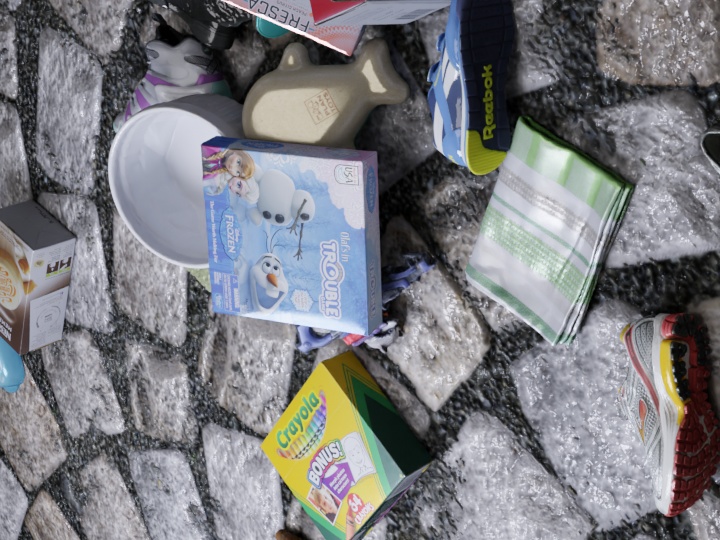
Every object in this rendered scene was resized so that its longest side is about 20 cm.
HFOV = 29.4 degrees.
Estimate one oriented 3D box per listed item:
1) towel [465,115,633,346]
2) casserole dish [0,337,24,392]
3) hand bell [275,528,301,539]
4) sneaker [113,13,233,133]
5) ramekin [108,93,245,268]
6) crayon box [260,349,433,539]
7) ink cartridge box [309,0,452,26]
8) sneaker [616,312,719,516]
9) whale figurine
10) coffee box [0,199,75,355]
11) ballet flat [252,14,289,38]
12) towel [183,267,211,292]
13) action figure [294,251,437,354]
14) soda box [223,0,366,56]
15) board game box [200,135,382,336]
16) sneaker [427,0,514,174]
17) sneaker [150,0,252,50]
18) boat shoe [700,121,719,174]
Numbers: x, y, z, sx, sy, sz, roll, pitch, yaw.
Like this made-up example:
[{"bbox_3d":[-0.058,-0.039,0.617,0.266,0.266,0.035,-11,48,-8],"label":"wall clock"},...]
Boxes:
[{"bbox_3d":[0.184,-0.037,1.399,0.149,0.031,0.201,36,129,29],"label":"towel"},{"bbox_3d":[-0.616,0.112,2.262,0.121,0.039,0.201,-10,99,46],"label":"casserole dish"},{"bbox_3d":[-0.054,0.405,1.800,0.200,0.104,0.105,38,131,44],"label":"hand bell"},{"bbox_3d":[-0.248,-0.250,1.721,0.199,0.078,0.141,-12,97,37],"label":"sneaker"},{"bbox_3d":[-0.188,-0.113,1.624,0.199,0.105,0.201,11,117,22],"label":"ramekin"},{"bbox_3d":[-0.022,0.226,1.695,0.173,0.058,0.200,51,135,17],"label":"crayon box"},{"bbox_3d":[-0.010,-0.347,1.341,0.084,0.175,0.201,-13,88,47],"label":"ink cartridge box"},{"bbox_3d":[0.297,0.139,1.335,0.082,0.078,0.201,2,98,49],"label":"sneaker"},{"bbox_3d":[-0.033,-0.182,1.527,0.199,0.104,0.160,-29,90,23],"label":"whale figurine"},{"bbox_3d":[-0.504,0.011,2.076,0.114,0.080,0.201,37,129,29],"label":"coffee box"},{"bbox_3d":[-0.057,-0.344,1.492,0.200,0.068,0.069,-51,36,33],"label":"ballet flat"},{"bbox_3d":[-0.198,-0.077,1.755,0.148,0.036,0.200,43,132,15],"label":"towel"},{"bbox_3d":[0.000,0.000,1.580,0.199,0.105,0.194,-25,95,22],"label":"action figure"},{"bbox_3d":[-0.082,-0.302,1.439,0.199,0.064,0.069,23,126,-3],"label":"soda box"},{"bbox_3d":[-0.076,-0.039,1.508,0.198,0.043,0.201,7,113,23],"label":"board game box"},{"bbox_3d":[0.104,-0.200,1.381,0.082,0.074,0.201,24,116,52],"label":"sneaker"},{"bbox_3d":[-0.185,-0.339,1.628,0.200,0.060,0.105,42,128,23],"label":"sneaker"},{"bbox_3d":[0.373,-0.057,1.174,0.200,0.064,0.071,44,133,23],"label":"boat shoe"}]
